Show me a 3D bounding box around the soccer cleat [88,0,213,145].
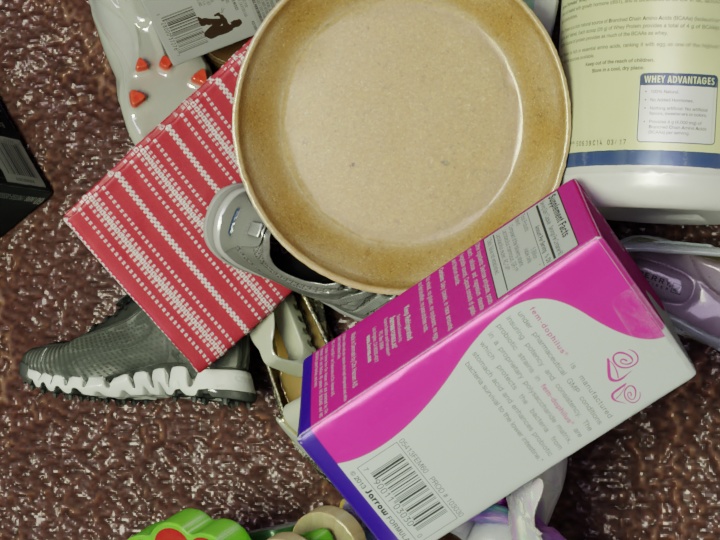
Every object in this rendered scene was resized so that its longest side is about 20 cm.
[{"bbox_3d":[-0.150,-0.152,1.125,0.069,0.078,0.202,-17,74,-13],"label":"soccer cleat"}]

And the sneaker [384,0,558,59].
[{"bbox_3d":[0.055,-0.117,1.005,0.117,0.074,0.202,7,116,0],"label":"sneaker"}]

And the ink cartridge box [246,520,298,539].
[{"bbox_3d":[-0.083,0.282,1.069,0.145,0.083,0.202,-15,82,21],"label":"ink cartridge box"}]

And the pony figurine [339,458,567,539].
[{"bbox_3d":[0.086,0.175,0.988,0.198,0.167,0.194,-10,115,17],"label":"pony figurine"}]

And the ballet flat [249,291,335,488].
[{"bbox_3d":[-0.041,0.066,1.069,0.067,0.075,0.201,-27,78,20],"label":"ballet flat"}]

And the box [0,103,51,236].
[{"bbox_3d":[-0.352,-0.046,1.173,0.199,0.122,0.107,-36,76,16],"label":"box"}]

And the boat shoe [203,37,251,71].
[{"bbox_3d":[-0.032,-0.157,1.081,0.198,0.068,0.073,10,91,22],"label":"boat shoe"}]

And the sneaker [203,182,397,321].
[{"bbox_3d":[0.000,0.000,1.006,0.082,0.198,0.075,26,103,64],"label":"sneaker"}]

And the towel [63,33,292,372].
[{"bbox_3d":[-0.075,-0.051,1.021,0.200,0.022,0.145,-44,113,-10],"label":"towel"}]

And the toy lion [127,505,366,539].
[{"bbox_3d":[-0.066,0.241,0.981,0.191,0.069,0.201,-24,90,33],"label":"toy lion"}]

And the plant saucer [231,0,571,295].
[{"bbox_3d":[0.024,-0.087,0.937,0.198,0.035,0.202,0,96,2],"label":"plant saucer"}]

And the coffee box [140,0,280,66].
[{"bbox_3d":[-0.055,-0.233,1.045,0.198,0.080,0.114,-21,59,1],"label":"coffee box"}]

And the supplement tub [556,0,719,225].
[{"bbox_3d":[0.191,-0.133,0.950,0.144,0.145,0.202,3,88,22],"label":"supplement tub"}]

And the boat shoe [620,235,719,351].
[{"bbox_3d":[0.239,0.022,0.965,0.200,0.065,0.075,19,94,21],"label":"boat shoe"}]

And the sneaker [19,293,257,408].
[{"bbox_3d":[-0.156,0.049,1.118,0.198,0.066,0.091,-1,80,31],"label":"sneaker"}]

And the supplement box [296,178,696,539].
[{"bbox_3d":[0.073,0.055,0.892,0.199,0.104,0.101,-33,109,13],"label":"supplement box"}]
